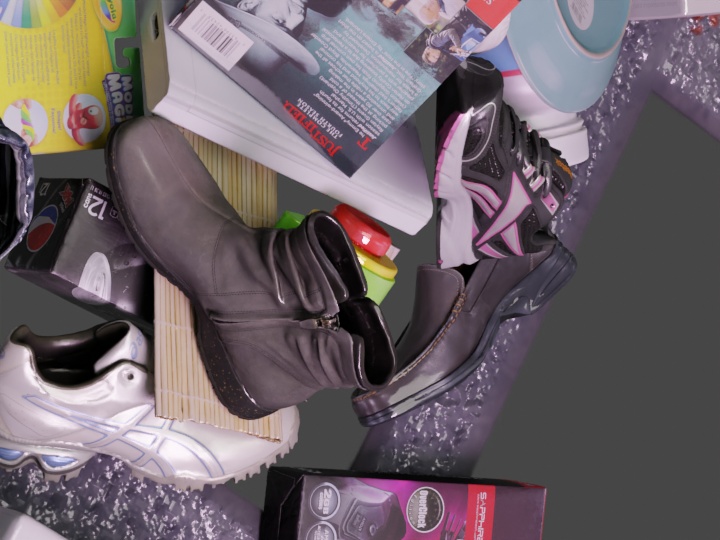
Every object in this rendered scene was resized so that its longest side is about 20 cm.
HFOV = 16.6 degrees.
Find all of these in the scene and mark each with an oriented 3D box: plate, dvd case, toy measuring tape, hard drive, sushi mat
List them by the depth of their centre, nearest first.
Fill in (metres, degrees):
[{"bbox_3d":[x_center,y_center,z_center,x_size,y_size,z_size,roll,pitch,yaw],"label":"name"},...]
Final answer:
[{"bbox_3d":[0.002,-0.164,1.426,0.146,0.200,0.022,39,30,-9],"label":"dvd case"},{"bbox_3d":[-0.085,0.000,1.473,0.095,0.012,0.201,12,67,-37],"label":"sushi mat"},{"bbox_3d":[0.000,0.000,1.523,0.200,0.073,0.074,12,86,-69],"label":"toy measuring tape"},{"bbox_3d":[-0.047,-0.109,1.523,0.200,0.026,0.132,24,38,-31],"label":"hard drive"},{"bbox_3d":[0.134,-0.199,1.543,0.200,0.025,0.201,10,79,-60],"label":"plate"}]

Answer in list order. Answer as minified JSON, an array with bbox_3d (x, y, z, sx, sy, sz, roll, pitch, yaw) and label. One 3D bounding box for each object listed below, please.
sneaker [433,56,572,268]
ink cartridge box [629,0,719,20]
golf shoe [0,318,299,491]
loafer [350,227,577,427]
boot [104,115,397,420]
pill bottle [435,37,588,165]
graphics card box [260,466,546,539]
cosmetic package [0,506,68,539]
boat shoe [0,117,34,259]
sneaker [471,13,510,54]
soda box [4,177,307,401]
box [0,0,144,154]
[{"bbox_3d":[0.089,-0.069,1.525,0.086,0.200,0.081,0,67,3],"label":"sneaker"},{"bbox_3d":[0.220,-0.273,1.667,0.125,0.128,0.201,-9,97,-32],"label":"ink cartridge box"},{"bbox_3d":[-0.126,0.074,1.459,0.199,0.078,0.097,1,131,-19],"label":"golf shoe"},{"bbox_3d":[0.056,0.026,1.624,0.200,0.073,0.072,-43,106,-33],"label":"loafer"},{"bbox_3d":[-0.056,-0.014,1.404,0.068,0.130,0.200,-32,97,-42],"label":"boot"},{"bbox_3d":[0.096,-0.166,1.607,0.108,0.109,0.201,-14,100,-31],"label":"pill bottle"},{"bbox_3d":[0.027,0.196,1.623,0.199,0.051,0.126,7,90,-32],"label":"graphics card box"},{"bbox_3d":[-0.194,0.244,1.418,0.200,0.165,0.165,37,74,-29],"label":"cosmetic package"},{"bbox_3d":[-0.239,-0.003,1.386,0.071,0.091,0.201,2,113,-33],"label":"boat shoe"},{"bbox_3d":[-0.012,-0.168,1.483,0.129,0.199,0.080,-19,127,-34],"label":"sneaker"},{"bbox_3d":[-0.113,0.013,1.508,0.200,0.071,0.064,28,77,-31],"label":"soda box"},{"bbox_3d":[-0.223,-0.124,1.446,0.199,0.048,0.118,-6,96,-29],"label":"box"}]
